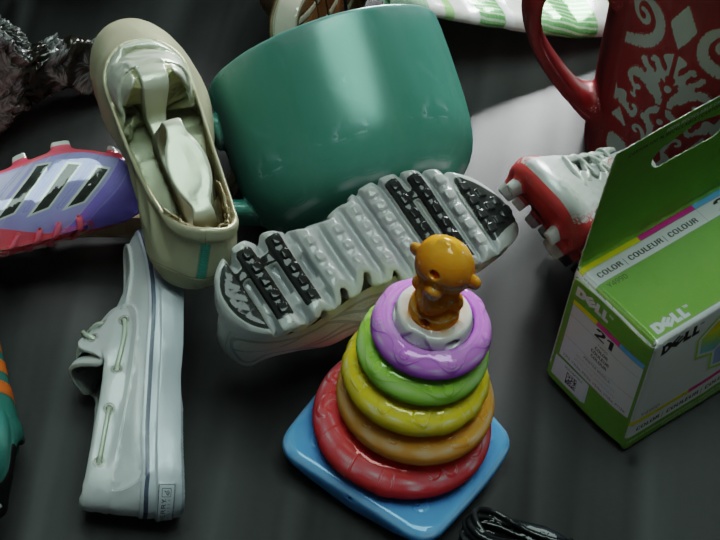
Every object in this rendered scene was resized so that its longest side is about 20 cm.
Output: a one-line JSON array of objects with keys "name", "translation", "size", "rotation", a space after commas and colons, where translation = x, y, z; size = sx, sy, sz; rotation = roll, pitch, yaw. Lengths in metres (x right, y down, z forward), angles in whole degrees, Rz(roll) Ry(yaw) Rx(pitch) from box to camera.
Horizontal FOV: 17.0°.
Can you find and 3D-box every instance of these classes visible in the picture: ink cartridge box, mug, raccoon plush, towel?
[{"name": "ink cartridge box", "translation": [0.203, -0.008, 1.446], "size": [0.147, 0.201, 0.076], "rotation": [-28, 59, -29]}, {"name": "mug", "translation": [0.197, -0.158, 1.576], "size": [0.176, 0.201, 0.134], "rotation": [20, 49, 9]}, {"name": "raccoon plush", "translation": [-0.268, -0.141, 1.585], "size": [0.199, 0.097, 0.134], "rotation": [4, 26, -46]}, {"name": "towel", "translation": [0.085, -0.226, 1.694], "size": [0.199, 0.023, 0.153], "rotation": [6, 47, -31]}, {"name": "mug", "translation": [-0.019, -0.076, 1.513], "size": [0.152, 0.184, 0.115], "rotation": [1, 67, -58]}]

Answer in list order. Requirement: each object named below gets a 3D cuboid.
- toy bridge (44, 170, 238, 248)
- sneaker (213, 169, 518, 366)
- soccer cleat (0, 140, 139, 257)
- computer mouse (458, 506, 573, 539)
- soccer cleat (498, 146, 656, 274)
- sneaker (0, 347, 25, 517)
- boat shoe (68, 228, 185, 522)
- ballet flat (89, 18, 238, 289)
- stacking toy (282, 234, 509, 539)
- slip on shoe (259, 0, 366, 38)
[{"name": "toy bridge", "translation": [-0.120, -0.059, 1.551], "size": [0.199, 0.027, 0.067], "rotation": [-25, 60, -27]}, {"name": "sneaker", "translation": [0.000, 0.000, 1.435], "size": [0.199, 0.081, 0.075], "rotation": [-19, 64, -21]}, {"name": "soccer cleat", "translation": [-0.219, -0.029, 1.449], "size": [0.199, 0.067, 0.077], "rotation": [-3, 55, -15]}, {"name": "computer mouse", "translation": [0.086, 0.215, 1.339], "size": [0.109, 0.044, 0.201], "rotation": [20, 49, 6]}, {"name": "soccer cleat", "translation": [0.142, -0.047, 1.480], "size": [0.085, 0.200, 0.069], "rotation": [-40, 73, 5]}, {"name": "sneaker", "translation": [-0.236, 0.071, 1.399], "size": [0.071, 0.080, 0.200], "rotation": [-15, 32, -3]}, {"name": "boat shoe", "translation": [-0.138, 0.054, 1.419], "size": [0.066, 0.074, 0.201], "rotation": [1, 50, -9]}, {"name": "ballet flat", "translation": [-0.115, -0.084, 1.433], "size": [0.069, 0.070, 0.201], "rotation": [-11, 60, -19]}, {"name": "stacking toy", "translation": [0.034, 0.046, 1.371], "size": [0.116, 0.201, 0.110], "rotation": [31, 52, 16]}, {"name": "slip on shoe", "translation": [-0.041, -0.182, 1.617], "size": [0.060, 0.077, 0.200], "rotation": [1, 27, 12]}]
